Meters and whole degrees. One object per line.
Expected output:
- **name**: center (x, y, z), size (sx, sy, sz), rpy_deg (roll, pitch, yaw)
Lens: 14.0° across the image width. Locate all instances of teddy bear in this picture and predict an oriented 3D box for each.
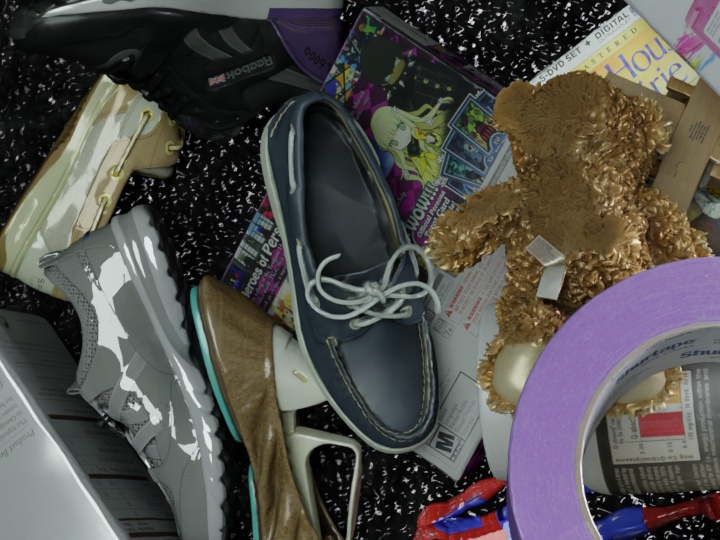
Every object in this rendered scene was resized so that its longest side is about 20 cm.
- **teddy bear**: center (0.110, -0.005, 1.488), size (0.144, 0.067, 0.201), rpy_deg (-21, 54, 4)

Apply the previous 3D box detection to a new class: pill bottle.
- **pill bottle**: center (0.166, 0.057, 1.530), size (0.198, 0.116, 0.117), rpy_deg (-4, 85, 12)

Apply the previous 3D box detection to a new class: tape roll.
- **tape roll**: center (0.167, 0.098, 1.363), size (0.199, 0.066, 0.202), rpy_deg (-1, 73, 3)

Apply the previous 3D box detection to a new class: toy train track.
- **toy train track**: center (0.218, -0.053, 1.566), size (0.199, 0.033, 0.115), rpy_deg (24, 77, 9)

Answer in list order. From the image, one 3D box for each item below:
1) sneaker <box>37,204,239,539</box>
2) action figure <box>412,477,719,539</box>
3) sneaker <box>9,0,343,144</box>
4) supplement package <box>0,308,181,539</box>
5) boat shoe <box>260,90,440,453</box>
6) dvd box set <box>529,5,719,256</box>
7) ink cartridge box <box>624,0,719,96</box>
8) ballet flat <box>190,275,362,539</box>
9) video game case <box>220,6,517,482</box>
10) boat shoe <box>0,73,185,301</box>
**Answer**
- **sneaker**: center (-0.122, 0.067, 1.653), size (0.081, 0.075, 0.201), rpy_deg (-16, 94, 6)
- **action figure**: center (0.096, 0.140, 1.613), size (0.199, 0.052, 0.066), rpy_deg (-20, 86, 16)
- **sneaker**: center (-0.096, -0.113, 1.625), size (0.199, 0.076, 0.088), rpy_deg (-4, 94, -27)
- **supplement package**: center (-0.189, 0.135, 1.658), size (0.117, 0.117, 0.201), rpy_deg (-37, 77, 10)
- **boat shoe**: center (0.000, 0.000, 1.581), size (0.074, 0.062, 0.201), rpy_deg (-12, 86, -14)
- **dvd box set**: center (0.183, -0.048, 1.608), size (0.146, 0.029, 0.201), rpy_deg (-36, 78, 11)
- **ink cartridge box**: center (0.227, -0.140, 1.526), size (0.200, 0.144, 0.085), rpy_deg (48, 122, 17)
- **ballet flat**: center (-0.037, 0.093, 1.626), size (0.072, 0.068, 0.201), rpy_deg (-11, 100, 12)
- **video game case**: center (0.033, -0.015, 1.628), size (0.181, 0.036, 0.201), rpy_deg (33, 107, 16)
- **boat shoe**: center (-0.136, -0.073, 1.687), size (0.066, 0.074, 0.201), rpy_deg (32, 89, -5)
